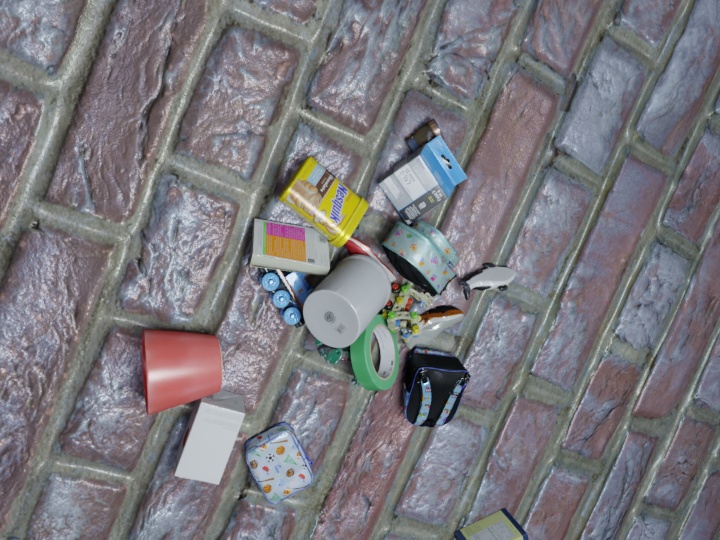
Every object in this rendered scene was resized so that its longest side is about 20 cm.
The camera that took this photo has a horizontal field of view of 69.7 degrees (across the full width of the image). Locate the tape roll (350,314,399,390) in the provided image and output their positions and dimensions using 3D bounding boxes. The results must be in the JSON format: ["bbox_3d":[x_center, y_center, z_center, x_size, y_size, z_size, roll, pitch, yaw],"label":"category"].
[{"bbox_3d":[0.042,0.224,1.413,0.048,0.200,0.203,-10,108,29],"label":"tape roll"}]

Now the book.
[{"bbox_3d":[-0.179,-0.063,1.327,0.197,0.135,0.048,9,140,-17],"label":"book"}]

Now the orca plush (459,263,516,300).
[{"bbox_3d":[0.373,0.047,1.537,0.199,0.105,0.072,-28,149,-34],"label":"orca plush"}]

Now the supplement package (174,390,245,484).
[{"bbox_3d":[-0.393,0.426,1.349,0.118,0.121,0.203,20,93,-19],"label":"supplement package"}]

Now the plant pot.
[{"bbox_3d":[-0.440,0.240,1.276,0.175,0.200,0.204,-3,101,-27],"label":"plant pot"}]

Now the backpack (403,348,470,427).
[{"bbox_3d":[0.206,0.349,1.509,0.180,0.135,0.203,7,111,-16],"label":"backpack"}]

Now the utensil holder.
[{"bbox_3d":[-0.034,0.075,1.315,0.168,0.200,0.172,11,118,22],"label":"utensil holder"}]

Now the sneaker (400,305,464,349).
[{"bbox_3d":[0.211,0.169,1.518,0.197,0.076,0.093,-15,111,-6],"label":"sneaker"}]

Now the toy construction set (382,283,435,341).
[{"bbox_3d":[0.133,0.104,1.436,0.129,0.200,0.093,13,125,21],"label":"toy construction set"}]

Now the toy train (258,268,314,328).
[{"bbox_3d":[-0.184,0.052,1.364,0.114,0.087,0.202,-33,104,-12],"label":"toy train"}]

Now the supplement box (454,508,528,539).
[{"bbox_3d":[0.438,0.935,1.685,0.197,0.134,0.203,-17,105,-13],"label":"supplement box"}]

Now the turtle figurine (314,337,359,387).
[{"bbox_3d":[-0.049,0.232,1.414,0.101,0.149,0.200,-55,150,-9],"label":"turtle figurine"}]

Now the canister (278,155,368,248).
[{"bbox_3d":[-0.095,-0.177,1.334,0.199,0.086,0.150,38,67,-17],"label":"canister"}]

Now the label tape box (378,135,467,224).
[{"bbox_3d":[0.168,-0.240,1.386,0.199,0.066,0.144,-32,109,21],"label":"label tape box"}]

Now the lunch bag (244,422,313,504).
[{"bbox_3d":[-0.223,0.539,1.448,0.159,0.075,0.202,-26,106,-13],"label":"lunch bag"}]

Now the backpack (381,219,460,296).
[{"bbox_3d":[0.157,-0.045,1.379,0.199,0.176,0.154,33,93,-42],"label":"backpack"}]

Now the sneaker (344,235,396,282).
[{"bbox_3d":[0.000,0.000,1.414,0.200,0.078,0.116,42,85,-18],"label":"sneaker"}]

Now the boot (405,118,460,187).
[{"bbox_3d":[0.203,-0.305,1.433,0.096,0.075,0.202,-26,105,6],"label":"boot"}]
